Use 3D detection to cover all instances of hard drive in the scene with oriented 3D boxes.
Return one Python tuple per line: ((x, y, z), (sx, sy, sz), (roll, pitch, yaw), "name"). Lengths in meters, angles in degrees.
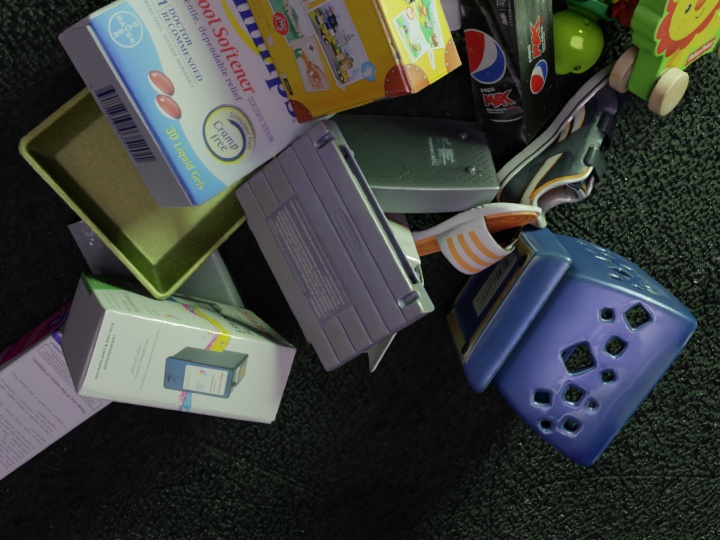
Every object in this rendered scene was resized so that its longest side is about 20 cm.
((-0.219, 0.008, 0.903), (0.138, 0.033, 0.202), (-21, 111, 2), "hard drive")
((0.037, -0.112, 0.836), (0.198, 0.136, 0.043), (2, 132, -4), "hard drive")

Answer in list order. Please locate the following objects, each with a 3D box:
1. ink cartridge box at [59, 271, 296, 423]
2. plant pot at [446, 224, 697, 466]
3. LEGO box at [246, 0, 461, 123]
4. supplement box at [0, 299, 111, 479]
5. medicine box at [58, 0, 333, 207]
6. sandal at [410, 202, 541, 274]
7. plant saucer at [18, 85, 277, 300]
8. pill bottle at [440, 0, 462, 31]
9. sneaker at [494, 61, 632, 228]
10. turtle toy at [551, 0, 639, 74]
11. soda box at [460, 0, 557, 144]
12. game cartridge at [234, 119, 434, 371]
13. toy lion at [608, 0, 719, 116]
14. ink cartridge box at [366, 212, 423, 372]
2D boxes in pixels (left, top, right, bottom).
((-0.185, 0.078, 0.808), (0.198, 0.145, 0.088), (17, 96, -30), "ink cartridge box")
((0.211, 0.059, 0.886), (0.179, 0.200, 0.201), (29, 106, -10), "plant pot")
((-0.022, -0.242, 0.680), (0.077, 0.148, 0.202), (-38, 113, -38), "LEGO box")
((-0.369, 0.137, 0.899), (0.199, 0.101, 0.104), (-36, 110, 7), "supplement box")
((-0.142, -0.188, 0.756), (0.200, 0.103, 0.183), (-39, 114, -26), "medicine box")
((0.109, -0.022, 0.857), (0.079, 0.206, 0.060), (3, 75, -41), "sandal")
((-0.206, -0.107, 0.814), (0.200, 0.048, 0.200), (-48, 110, -24), "plant saucer")
((0.053, -0.334, 0.759), (0.113, 0.114, 0.202), (-3, 112, -5), "pill bottle")
((0.236, -0.129, 0.861), (0.200, 0.080, 0.078), (-46, 153, 8), "sneaker")
((0.243, -0.290, 0.791), (0.145, 0.102, 0.201), (23, 131, -5), "turtle toy")
((0.147, -0.228, 0.786), (0.071, 0.063, 0.201), (-46, 141, -27), "soda box")
((-0.029, -0.021, 0.750), (0.129, 0.038, 0.201), (-33, 79, 33), "game cartridge")
((0.323, -0.260, 0.759), (0.199, 0.069, 0.193), (-34, 149, -26), "toy lion")
((0.000, 0.000, 0.828), (0.067, 0.200, 0.118), (23, 112, -16), "ink cartridge box")
